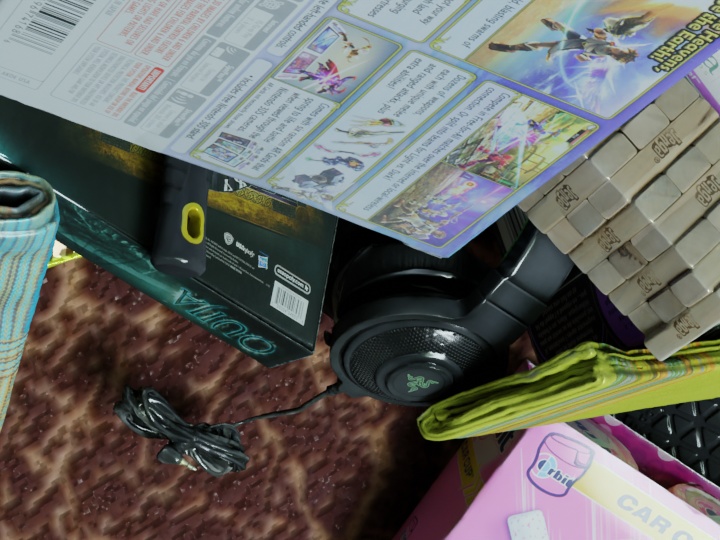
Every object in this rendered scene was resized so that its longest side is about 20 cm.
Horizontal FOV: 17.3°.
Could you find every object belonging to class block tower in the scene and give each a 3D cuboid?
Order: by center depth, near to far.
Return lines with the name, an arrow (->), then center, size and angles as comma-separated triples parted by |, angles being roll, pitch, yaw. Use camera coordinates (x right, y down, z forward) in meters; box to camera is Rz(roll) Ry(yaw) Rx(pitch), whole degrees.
block tower -> 0.062, -0.065, 0.812 | 0.058, 0.054, 0.200 | -40, 87, -28

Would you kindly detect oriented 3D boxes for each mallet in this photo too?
mallet -> -0.061, -0.099, 0.794 | 0.066, 0.041, 0.200 | 26, 62, -37

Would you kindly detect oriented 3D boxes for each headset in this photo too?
headset -> 0.000, 0.000, 0.884 | 0.094, 0.124, 0.200 | 31, 107, -36

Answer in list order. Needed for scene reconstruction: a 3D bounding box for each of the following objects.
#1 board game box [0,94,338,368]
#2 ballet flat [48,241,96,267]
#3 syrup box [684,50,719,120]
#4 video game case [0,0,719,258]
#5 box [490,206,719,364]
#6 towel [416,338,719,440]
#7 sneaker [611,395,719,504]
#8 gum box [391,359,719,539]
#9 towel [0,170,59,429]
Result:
board game box -> -0.081, -0.070, 0.807 | 0.200, 0.028, 0.135 | 34, 53, -36
ballet flat -> -0.121, -0.019, 0.827 | 0.200, 0.067, 0.067 | -21, 122, -25
syrup box -> 0.194, -0.113, 0.849 | 0.200, 0.081, 0.079 | -37, 91, -16
video game case -> -0.001, -0.087, 0.692 | 0.181, 0.200, 0.045 | 21, 59, -21
box -> 0.165, -0.034, 0.950 | 0.200, 0.122, 0.106 | -11, 75, -30
towel -> 0.113, 0.040, 0.911 | 0.200, 0.086, 0.018 | -3, 76, -51
sneaker -> 0.150, 0.087, 1.064 | 0.083, 0.072, 0.200 | -23, 123, -64
gum box -> 0.119, 0.143, 0.988 | 0.200, 0.066, 0.114 | 33, 102, -10
towel -> -0.182, 0.045, 0.782 | 0.146, 0.022, 0.200 | -7, 143, -25
